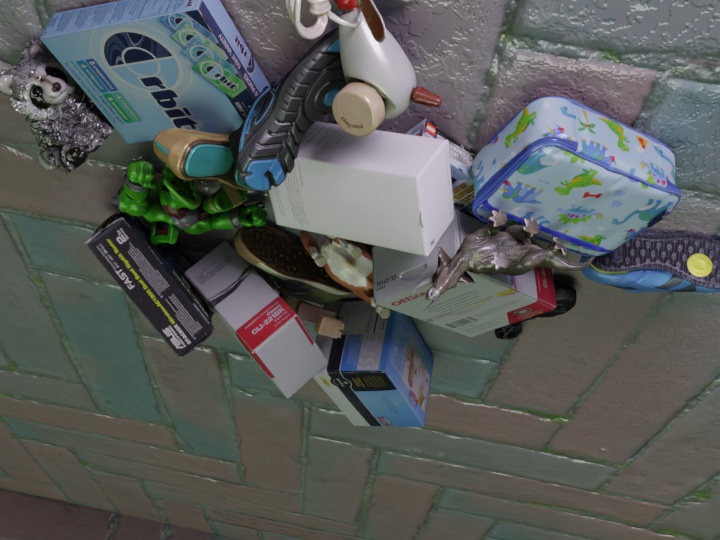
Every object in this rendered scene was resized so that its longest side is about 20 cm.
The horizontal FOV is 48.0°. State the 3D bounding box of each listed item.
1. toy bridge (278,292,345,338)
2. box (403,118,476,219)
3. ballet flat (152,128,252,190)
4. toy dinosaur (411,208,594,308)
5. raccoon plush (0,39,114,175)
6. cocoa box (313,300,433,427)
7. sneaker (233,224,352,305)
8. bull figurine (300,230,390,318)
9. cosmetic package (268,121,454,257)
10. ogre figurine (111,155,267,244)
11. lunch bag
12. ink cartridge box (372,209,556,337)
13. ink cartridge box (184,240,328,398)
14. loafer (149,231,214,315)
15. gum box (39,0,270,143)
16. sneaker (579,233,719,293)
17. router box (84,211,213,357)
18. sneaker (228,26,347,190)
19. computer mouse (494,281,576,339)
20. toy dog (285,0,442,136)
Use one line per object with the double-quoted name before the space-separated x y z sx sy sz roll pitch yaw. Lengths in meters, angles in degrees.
"toy bridge" -0.066 0.067 1.214 0.067 0.027 0.200 17 -178 -25
"box" 0.062 -0.092 0.994 0.137 0.040 0.200 30 144 -27
"ballet flat" -0.161 -0.136 0.941 0.063 0.069 0.200 28 -169 24
"toy dinosaur" 0.159 -0.021 0.886 0.199 0.077 0.102 -11 171 -21
"raccoon plush" -0.390 -0.183 0.970 0.200 0.097 0.134 -19 129 40
"cocoa box" 0.024 0.152 1.298 0.131 0.134 0.200 -4 144 23
"sneaker" -0.107 0.003 1.168 0.200 0.067 0.090 23 144 -28
"bull figurine" 0.000 0.000 1.102 0.200 0.065 0.121 35 -175 -21
"cosmetic package" -0.003 -0.096 0.908 0.199 0.085 0.108 13 133 25
"ogre figurine" -0.232 -0.087 1.043 0.120 0.098 0.200 -15 176 39
"lunch bag" 0.231 -0.093 0.882 0.199 0.083 0.161 18 147 -22
"ink cartridge box" 0.133 0.009 1.039 0.146 0.083 0.200 -23 148 39
"ink cartridge box" -0.154 0.070 1.185 0.200 0.084 0.144 41 166 36
"loafer" -0.291 0.006 1.241 0.068 0.071 0.200 -16 138 37
"gum box" -0.215 -0.219 0.889 0.199 0.045 0.170 -2 146 23
"sneaker" 0.377 -0.003 1.010 0.199 0.066 0.078 6 159 11
"router box" -0.289 0.011 1.122 0.200 0.062 0.150 54 176 -16
"sneaker" -0.072 -0.181 0.840 0.200 0.082 0.073 -47 139 16
"computer mouse" 0.249 0.059 1.180 0.058 0.034 0.200 5 156 -20
"toy dog" 0.022 -0.214 0.739 0.096 0.132 0.200 8 149 25
